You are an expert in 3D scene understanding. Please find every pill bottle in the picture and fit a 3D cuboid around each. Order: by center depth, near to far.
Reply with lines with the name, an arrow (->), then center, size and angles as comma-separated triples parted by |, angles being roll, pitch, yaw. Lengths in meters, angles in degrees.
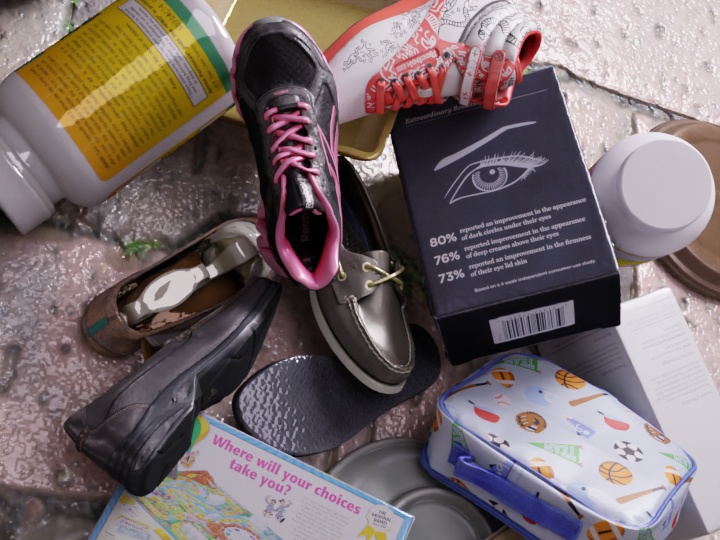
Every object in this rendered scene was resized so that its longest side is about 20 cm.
pill bottle -> -0.190, -0.118, 0.854 | 0.200, 0.113, 0.113 | -39, 90, -12
pill bottle -> 0.243, -0.061, 1.013 | 0.104, 0.200, 0.105 | 0, 86, 2

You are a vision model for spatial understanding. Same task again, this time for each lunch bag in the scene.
lunch bag -> 0.148, 0.148, 0.908 | 0.200, 0.076, 0.160 | 29, 32, 24

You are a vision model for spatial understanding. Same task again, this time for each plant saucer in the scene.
plant saucer -> 0.050, 0.223, 0.900 | 0.199, 0.050, 0.201 | 10, 65, -24
plant saucer -> -0.052, -0.183, 0.980 | 0.199, 0.048, 0.200 | 17, 61, 5
plant saucer -> 0.360, -0.067, 1.189 | 0.199, 0.029, 0.201 | 11, 65, -23

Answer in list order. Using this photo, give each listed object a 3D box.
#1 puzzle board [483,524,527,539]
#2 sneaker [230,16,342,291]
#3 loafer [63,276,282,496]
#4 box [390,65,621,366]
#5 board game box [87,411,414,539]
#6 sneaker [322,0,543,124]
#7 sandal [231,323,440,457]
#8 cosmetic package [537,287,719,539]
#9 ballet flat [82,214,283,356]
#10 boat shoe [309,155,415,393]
puzzle board -> 0.142, 0.263, 0.913 | 0.200, 0.017, 0.151 | -20, 95, -46
sneaker -> -0.044, -0.076, 0.827 | 0.079, 0.095, 0.201 | -11, 111, -4
loafer -> -0.125, 0.064, 0.827 | 0.072, 0.073, 0.200 | 29, 46, 11
box -> 0.115, -0.045, 0.954 | 0.147, 0.104, 0.201 | -13, 62, 6
board game box -> -0.078, 0.192, 0.824 | 0.200, 0.034, 0.135 | 26, 60, 2
sneaker -> 0.053, -0.153, 0.903 | 0.108, 0.067, 0.201 | 39, 63, 22
sandal -> -0.018, 0.097, 0.926 | 0.200, 0.043, 0.076 | -13, 84, -41
cosmetic package -> 0.246, 0.129, 1.002 | 0.081, 0.113, 0.201 | -18, 81, -31
ballet flat -> -0.116, 0.005, 0.890 | 0.200, 0.067, 0.068 | -34, 88, -33
boat shoe -> -0.002, 0.000, 0.924 | 0.072, 0.060, 0.202 | 7, 50, -42
